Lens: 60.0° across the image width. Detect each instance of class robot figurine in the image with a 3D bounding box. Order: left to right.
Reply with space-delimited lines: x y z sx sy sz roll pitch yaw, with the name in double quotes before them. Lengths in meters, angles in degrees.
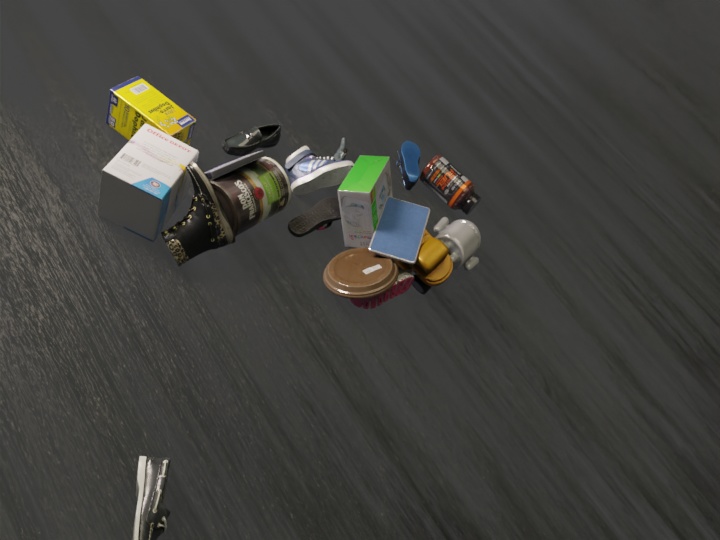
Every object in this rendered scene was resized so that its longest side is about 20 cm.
"robot figurine" 0.280 -0.077 1.821 0.171 0.112 0.199 54 45 -1

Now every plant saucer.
"plant saucer" 0.000 0.000 1.586 0.194 0.030 0.202 -3 35 2

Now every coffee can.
"coffee can" -0.289 -0.183 1.558 0.146 0.147 0.199 42 44 10

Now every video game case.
"video game case" -0.328 -0.262 1.564 0.141 0.199 0.019 -27 105 -19

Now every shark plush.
"shark plush" -0.052 -0.325 1.864 0.089 0.084 0.202 29 44 -4

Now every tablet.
"tablet" 0.106 -0.108 1.650 0.127 0.014 0.203 16 54 6

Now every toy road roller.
"toy road roller" 0.163 -0.049 1.673 0.122 0.146 0.200 -40 79 -14

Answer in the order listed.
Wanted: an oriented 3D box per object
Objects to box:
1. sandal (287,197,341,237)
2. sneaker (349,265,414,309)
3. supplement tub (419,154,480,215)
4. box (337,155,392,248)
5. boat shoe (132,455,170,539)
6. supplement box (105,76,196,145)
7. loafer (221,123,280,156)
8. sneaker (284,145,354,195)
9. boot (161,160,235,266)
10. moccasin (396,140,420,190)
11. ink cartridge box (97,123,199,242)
"sandal" -0.115 -0.141 1.706 0.198 0.046 0.075 -29 64 -27
"sneaker" 0.043 0.034 1.621 0.197 0.075 0.087 -20 48 -31
"supplement tub" 0.292 -0.271 2.001 0.199 0.108 0.107 42 44 10
"box" 0.017 -0.187 1.704 0.094 0.180 0.201 6 37 18
"boat shoe" -0.354 0.411 1.060 0.059 0.076 0.204 4 52 -19
"supplement box" -0.543 -0.386 1.613 0.198 0.110 0.110 36 43 4
"loafer" -0.308 -0.378 1.771 0.199 0.071 0.068 -26 67 -42
"sneaker" -0.120 -0.308 1.758 0.196 0.081 0.149 -19 61 8
"boot" -0.390 -0.126 1.420 0.151 0.073 0.207 -27 106 -12
"moccasin" 0.150 -0.340 2.009 0.079 0.069 0.203 16 45 -6
"ink cartridge box" -0.494 -0.208 1.460 0.144 0.147 0.202 26 44 -6
